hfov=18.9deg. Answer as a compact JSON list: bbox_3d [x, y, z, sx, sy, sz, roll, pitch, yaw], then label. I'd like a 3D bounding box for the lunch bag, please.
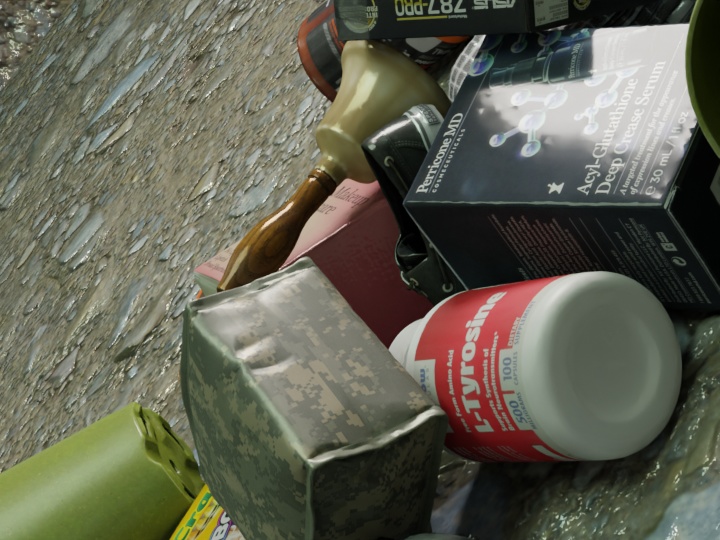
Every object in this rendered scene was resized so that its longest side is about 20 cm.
[{"bbox_3d":[-0.034,0.125,1.400,0.117,0.200,0.164,-20,49,-26],"label":"lunch bag"}]

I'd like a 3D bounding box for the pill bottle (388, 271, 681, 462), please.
[{"bbox_3d":[0.099,0.064,1.352,0.200,0.112,0.112,-11,46,60],"label":"pill bottle"}]

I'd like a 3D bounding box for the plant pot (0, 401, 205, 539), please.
[{"bbox_3d":[-0.213,0.207,1.698,0.190,0.200,0.200,-36,23,5],"label":"plant pot"}]

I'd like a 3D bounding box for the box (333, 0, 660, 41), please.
[{"bbox_3d":[0.102,-0.196,1.489,0.161,0.049,0.200,5,16,37],"label":"box"}]

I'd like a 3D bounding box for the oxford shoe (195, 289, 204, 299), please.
[{"bbox_3d":[-0.045,0.050,1.732,0.200,0.073,0.071,19,73,46],"label":"oxford shoe"}]

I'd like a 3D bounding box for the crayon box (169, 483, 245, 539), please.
[{"bbox_3d":[-0.061,0.173,1.575,0.200,0.058,0.172,-57,22,-15],"label":"crayon box"}]

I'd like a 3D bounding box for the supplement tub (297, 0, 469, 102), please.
[{"bbox_3d":[0.041,-0.232,1.940,0.200,0.107,0.107,-34,27,38],"label":"supplement tub"}]

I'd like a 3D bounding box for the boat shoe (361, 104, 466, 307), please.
[{"bbox_3d":[0.049,-0.017,1.469,0.056,0.201,0.069,-24,28,-13],"label":"boat shoe"}]

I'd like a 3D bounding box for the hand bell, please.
[{"bbox_3d":[-0.031,-0.054,1.487,0.200,0.104,0.104,-50,20,-19],"label":"hand bell"}]

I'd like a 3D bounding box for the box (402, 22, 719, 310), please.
[{"bbox_3d":[0.154,-0.066,1.371,0.199,0.107,0.149,1,54,39],"label":"box"}]

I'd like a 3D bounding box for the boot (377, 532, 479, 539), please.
[{"bbox_3d":[-0.003,0.252,1.309,0.200,0.076,0.169,-26,36,36],"label":"boot"}]

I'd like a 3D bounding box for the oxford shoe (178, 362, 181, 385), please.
[{"bbox_3d":[-0.109,0.090,1.724,0.071,0.071,0.200,-58,-4,-13],"label":"oxford shoe"}]

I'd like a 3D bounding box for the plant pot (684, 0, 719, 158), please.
[{"bbox_3d":[0.289,-0.153,1.257,0.187,0.187,0.200,-41,10,26],"label":"plant pot"}]

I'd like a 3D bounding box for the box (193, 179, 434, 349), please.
[{"bbox_3d":[0.000,0.000,1.567,0.200,0.109,0.128,-33,17,-14],"label":"box"}]

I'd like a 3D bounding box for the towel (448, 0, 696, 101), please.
[{"bbox_3d":[0.163,-0.177,1.637,0.200,0.086,0.166,-52,22,0],"label":"towel"}]
